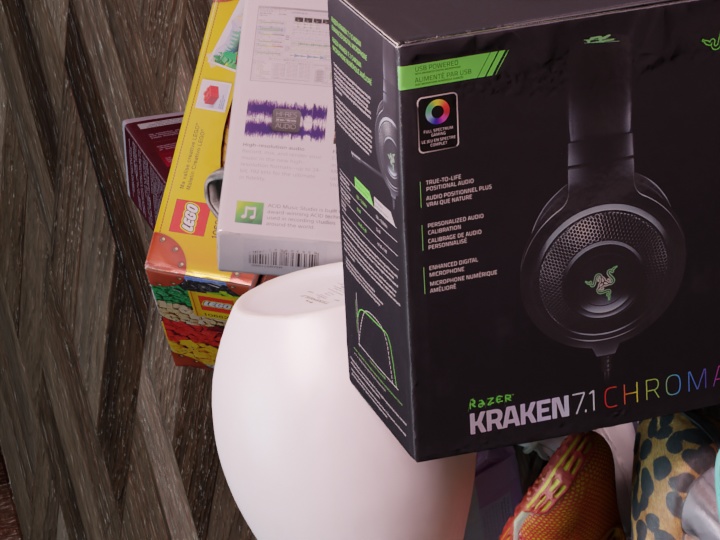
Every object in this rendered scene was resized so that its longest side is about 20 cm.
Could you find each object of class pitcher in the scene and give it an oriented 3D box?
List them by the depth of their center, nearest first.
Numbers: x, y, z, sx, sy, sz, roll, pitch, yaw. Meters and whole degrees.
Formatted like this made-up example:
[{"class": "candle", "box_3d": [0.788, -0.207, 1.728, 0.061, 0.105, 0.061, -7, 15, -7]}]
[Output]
[{"class": "pitcher", "box_3d": [-0.013, 0.099, 1.403, 0.171, 0.121, 0.201, 13, 119, 57]}]

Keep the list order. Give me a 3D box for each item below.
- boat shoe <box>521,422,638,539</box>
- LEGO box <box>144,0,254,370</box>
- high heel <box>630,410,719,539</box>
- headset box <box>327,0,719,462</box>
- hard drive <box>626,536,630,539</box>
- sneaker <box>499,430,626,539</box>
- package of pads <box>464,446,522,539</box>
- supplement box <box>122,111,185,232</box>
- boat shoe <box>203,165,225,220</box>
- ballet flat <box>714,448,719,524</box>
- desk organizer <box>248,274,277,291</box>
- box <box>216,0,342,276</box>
[{"class": "boat shoe", "box_3d": [0.101, 0.069, 1.463, 0.200, 0.066, 0.074, -116, 22, -48]}, {"class": "LEGO box", "box_3d": [-0.062, -0.054, 1.775, 0.149, 0.077, 0.201, 81, -160, -65]}, {"class": "high heel", "box_3d": [0.138, 0.162, 1.356, 0.143, 0.071, 0.200, 63, 142, 33]}, {"class": "headset box", "box_3d": [0.084, -0.041, 1.256, 0.093, 0.173, 0.201, -134, 38, -62]}, {"class": "hard drive", "box_3d": [0.120, 0.199, 1.551, 0.200, 0.027, 0.133, 137, 122, -73]}, {"class": "sneaker", "box_3d": [0.108, 0.142, 1.397, 0.077, 0.073, 0.200, 28, 149, 21]}, {"class": "package of pads", "box_3d": [0.036, 0.130, 1.552, 0.121, 0.075, 0.200, 52, 162, 39]}, {"class": "supplement box", "box_3d": [-0.088, -0.053, 2.018, 0.200, 0.108, 0.061, -129, 33, -64]}, {"class": "boat shoe", "box_3d": [0.000, 0.000, 1.470, 0.200, 0.071, 0.072, 32, 132, 37]}, {"class": "ballet flat", "box_3d": [0.188, 0.160, 1.209, 0.067, 0.068, 0.201, -9, 92, 44]}, {"class": "desk organizer", "box_3d": [-0.009, -0.004, 1.644, 0.200, 0.077, 0.072, -71, -10, -47]}, {"class": "box", "box_3d": [0.009, -0.081, 1.455, 0.036, 0.144, 0.201, 95, 180, -54]}]
